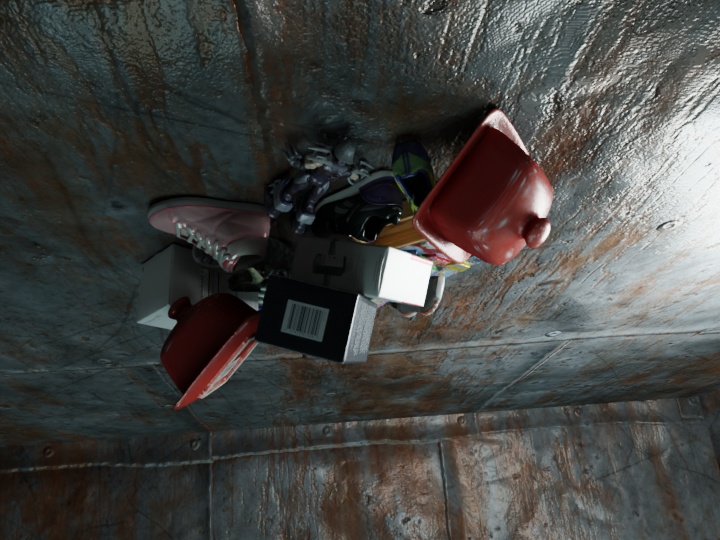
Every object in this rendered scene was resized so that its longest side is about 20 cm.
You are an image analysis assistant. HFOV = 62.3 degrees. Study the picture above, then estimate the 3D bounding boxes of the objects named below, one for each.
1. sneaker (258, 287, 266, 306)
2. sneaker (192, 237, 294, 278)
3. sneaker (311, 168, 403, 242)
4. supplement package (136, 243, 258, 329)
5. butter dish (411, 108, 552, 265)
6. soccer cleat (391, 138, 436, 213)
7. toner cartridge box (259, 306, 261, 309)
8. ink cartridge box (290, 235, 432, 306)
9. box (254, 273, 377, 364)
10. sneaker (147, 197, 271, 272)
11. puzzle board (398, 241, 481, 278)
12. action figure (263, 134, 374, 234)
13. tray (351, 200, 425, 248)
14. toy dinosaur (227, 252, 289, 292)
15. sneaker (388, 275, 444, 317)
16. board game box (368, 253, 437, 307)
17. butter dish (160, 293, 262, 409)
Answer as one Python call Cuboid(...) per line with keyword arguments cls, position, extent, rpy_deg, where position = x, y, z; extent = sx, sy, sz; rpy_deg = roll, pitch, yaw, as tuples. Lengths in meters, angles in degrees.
Cuboid(cls="sneaker", position=(-0.137, 0.040, 1.187), extent=(0.098, 0.071, 0.199), rpy_deg=(-6, -170, -32))
Cuboid(cls="sneaker", position=(-0.212, -0.025, 1.091), extent=(0.196, 0.076, 0.082), rpy_deg=(13, 168, -24))
Cuboid(cls="sneaker", position=(-0.013, -0.081, 0.957), extent=(0.075, 0.089, 0.198), rpy_deg=(15, 150, -39))
Cuboid(cls="supplement package", position=(-0.310, 0.048, 1.149), extent=(0.120, 0.122, 0.198), rpy_deg=(-23, 150, 38))
Cuboid(cls="butter dish", position=(0.202, -0.085, 0.839), extent=(0.201, 0.147, 0.199), rpy_deg=(-53, 143, 4))
Cuboid(cls="soccer cleat", position=(0.094, -0.106, 0.892), extent=(0.063, 0.085, 0.201), rpy_deg=(-13, 143, 18))
Cuboid(cls="toner cartridge box", position=(-0.166, 0.079, 1.346), extent=(0.195, 0.044, 0.095), rpy_deg=(-3, 155, -6))
Cuboid(cls="ink cartridge box", position=(0.000, 0.000, 1.015), extent=(0.197, 0.087, 0.144), rpy_deg=(11, 178, 39))
Cuboid(cls="box", position=(-0.064, 0.083, 0.975), extent=(0.145, 0.109, 0.200), rpy_deg=(12, 174, 11))
Cuboid(cls="sneaker", position=(-0.241, -0.053, 0.954), extent=(0.196, 0.107, 0.075), rpy_deg=(2, 159, -15))
Cuboid(cls="puzzle board", position=(0.151, -0.024, 1.212), extent=(0.197, 0.018, 0.150), rpy_deg=(14, 150, -35))
Cuboid(cls="action figure", position=(-0.065, -0.135, 0.857), extent=(0.128, 0.071, 0.199), rpy_deg=(20, 143, -31))
Cuboid(cls="tray", position=(0.088, -0.085, 1.036), extent=(0.197, 0.038, 0.098), rpy_deg=(-15, 155, 24))
Cuboid(cls="toy dinosaur", position=(-0.161, 0.009, 0.966), extent=(0.087, 0.048, 0.199), rpy_deg=(-16, 178, -23))
Cuboid(cls="sneaker", position=(0.112, 0.054, 1.300), extent=(0.081, 0.078, 0.200), rpy_deg=(22, 154, -16))
Cuboid(cls="board game box", position=(0.050, 0.037, 1.155), extent=(0.198, 0.029, 0.134), rpy_deg=(-32, 167, 13))
Cuboid(cls="butter dish", position=(-0.261, 0.106, 1.006), extent=(0.200, 0.147, 0.200), rpy_deg=(-50, 178, 4))
